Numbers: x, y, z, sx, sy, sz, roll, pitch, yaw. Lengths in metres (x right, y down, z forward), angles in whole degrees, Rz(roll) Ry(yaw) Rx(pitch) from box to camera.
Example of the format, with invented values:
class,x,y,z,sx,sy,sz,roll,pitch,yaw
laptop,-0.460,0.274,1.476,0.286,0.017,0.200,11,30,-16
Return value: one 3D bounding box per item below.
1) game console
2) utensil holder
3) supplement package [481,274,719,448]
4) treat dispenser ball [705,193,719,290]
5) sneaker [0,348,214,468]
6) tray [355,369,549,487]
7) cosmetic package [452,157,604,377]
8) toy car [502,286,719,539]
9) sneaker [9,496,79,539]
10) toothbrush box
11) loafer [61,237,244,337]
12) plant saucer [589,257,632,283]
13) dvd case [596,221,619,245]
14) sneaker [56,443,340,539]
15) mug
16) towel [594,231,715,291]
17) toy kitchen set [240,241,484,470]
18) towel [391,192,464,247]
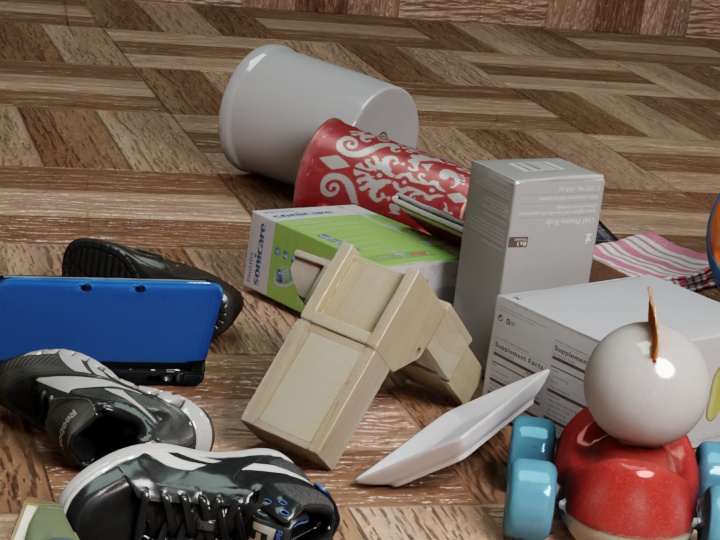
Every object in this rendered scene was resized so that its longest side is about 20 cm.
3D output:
class,x,y,z,sx,sy,sz,roll,pitch,yaw
game console,-0.234,0.035,1.567,0.200,0.119,0.171,2,18,-16
utensil holder,-0.050,-0.181,2.268,0.200,0.170,0.170,20,21,32
supplement package,0.237,0.085,1.601,0.200,0.111,0.156,-7,22,-38
treat dispenser ball,0.470,-0.030,1.913,0.201,0.201,0.201,6,17,-2
sneaker,-0.219,0.112,1.408,0.200,0.067,0.090,17,17,23
tray,0.082,0.133,1.472,0.107,0.022,0.200,-27,0,29
cosmetic package,0.155,-0.002,1.706,0.107,0.200,0.090,-6,19,-28
toy car,0.214,0.104,1.373,0.184,0.200,0.177,8,17,3
sneaker,-0.185,0.209,1.119,0.090,0.067,0.200,13,17,-4
toothbrush box,0.000,0.000,1.826,0.145,0.086,0.200,-6,22,-43
loafer,-0.199,0.020,1.734,0.200,0.073,0.071,20,11,23
plant saucer,0.241,0.012,1.868,0.200,0.035,0.200,26,0,0
dvd case,0.204,-0.060,2.225,0.200,0.016,0.149,4,18,-11
sneaker,-0.102,0.169,1.252,0.200,0.073,0.112,-4,19,-36
mug,0.033,-0.066,2.057,0.200,0.178,0.133,17,-17,19
towel,0.328,-0.009,2.084,0.146,0.030,0.200,21,22,41
toy kitchen set,-0.025,0.089,1.553,0.163,0.181,0.200,20,-18,30
towel,0.135,-0.013,1.850,0.144,0.023,0.200,25,-10,48
